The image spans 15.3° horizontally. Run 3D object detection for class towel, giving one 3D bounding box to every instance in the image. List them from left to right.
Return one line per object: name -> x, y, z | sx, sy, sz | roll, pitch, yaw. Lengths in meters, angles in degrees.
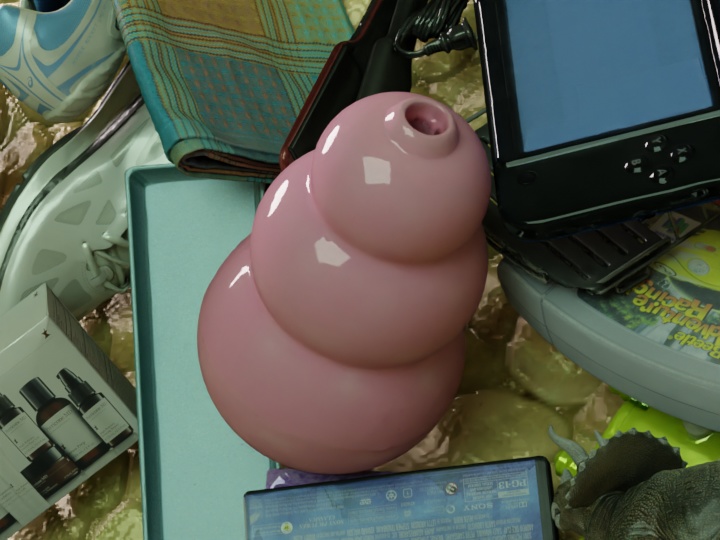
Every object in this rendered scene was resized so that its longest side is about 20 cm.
towel -> -0.060, -0.125, 1.331 | 0.022, 0.146, 0.201 | -47, 51, 38

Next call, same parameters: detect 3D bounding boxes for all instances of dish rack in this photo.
dish rack -> 0.133, -0.077, 1.224 | 0.200, 0.055, 0.153 | -33, 42, -14

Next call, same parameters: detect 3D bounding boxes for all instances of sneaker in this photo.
sneaker -> -0.131, -0.149, 1.361 | 0.072, 0.073, 0.200 | -30, 19, 32
sneaker -> -0.101, -0.027, 1.339 | 0.115, 0.076, 0.201 | 29, 80, 33

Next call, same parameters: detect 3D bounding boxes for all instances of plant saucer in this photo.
plant saucer -> -0.074, 0.047, 1.294 | 0.070, 0.019, 0.201 | -5, 83, 9

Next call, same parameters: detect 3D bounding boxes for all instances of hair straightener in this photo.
hair straightener -> 0.031, -0.108, 1.298 | 0.077, 0.041, 0.200 | -1, 41, 30

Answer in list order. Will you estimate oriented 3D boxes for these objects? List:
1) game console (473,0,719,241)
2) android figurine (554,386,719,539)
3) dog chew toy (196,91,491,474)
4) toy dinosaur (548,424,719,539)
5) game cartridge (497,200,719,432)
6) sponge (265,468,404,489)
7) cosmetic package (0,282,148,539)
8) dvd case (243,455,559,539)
game console -> 0.124, -0.133, 1.159 | 0.170, 0.119, 0.201 | -13, 42, 9
android figurine -> 0.177, 0.111, 1.176 | 0.200, 0.041, 0.182 | 33, 85, 30
dog chew toy -> 0.000, 0.000, 1.193 | 0.124, 0.200, 0.125 | 10, 47, -11
toy dinosaur -> 0.157, 0.116, 1.115 | 0.199, 0.077, 0.103 | 3, 78, 27
game cartridge -> 0.163, 0.007, 1.188 | 0.200, 0.041, 0.133 | 24, 61, 39
sponge -> 0.003, 0.189, 1.214 | 0.111, 0.030, 0.201 | 1, 69, 11
cosmetic package -> -0.207, 0.102, 1.323 | 0.200, 0.083, 0.051 | -37, 19, 6
dvd case -> 0.024, 0.186, 1.185 | 0.142, 0.018, 0.201 | -7, 67, 6
